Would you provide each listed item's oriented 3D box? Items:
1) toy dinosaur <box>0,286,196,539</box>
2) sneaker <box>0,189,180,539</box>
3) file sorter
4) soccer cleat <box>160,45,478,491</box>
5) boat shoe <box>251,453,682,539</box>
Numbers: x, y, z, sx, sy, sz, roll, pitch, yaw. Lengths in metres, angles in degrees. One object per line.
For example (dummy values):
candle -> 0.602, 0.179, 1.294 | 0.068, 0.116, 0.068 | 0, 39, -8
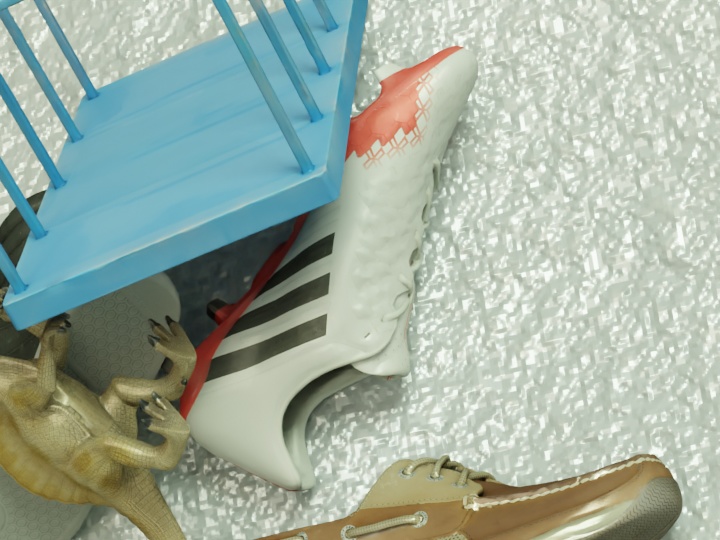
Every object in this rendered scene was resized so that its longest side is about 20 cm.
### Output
toy dinosaur -> -0.104, 0.069, 1.001 | 0.200, 0.058, 0.101 | 41, 127, -6
sneaker -> -0.146, 0.050, 1.076 | 0.200, 0.071, 0.099 | -56, 32, 24
file sorter -> -0.090, -0.095, 0.991 | 0.139, 0.200, 0.123 | -22, 115, 15
soccer cleat -> 0.000, 0.000, 1.027 | 0.085, 0.069, 0.200 | 38, 97, 16
boat shoe -> 0.029, 0.107, 0.983 | 0.200, 0.076, 0.072 | -22, 68, 14
